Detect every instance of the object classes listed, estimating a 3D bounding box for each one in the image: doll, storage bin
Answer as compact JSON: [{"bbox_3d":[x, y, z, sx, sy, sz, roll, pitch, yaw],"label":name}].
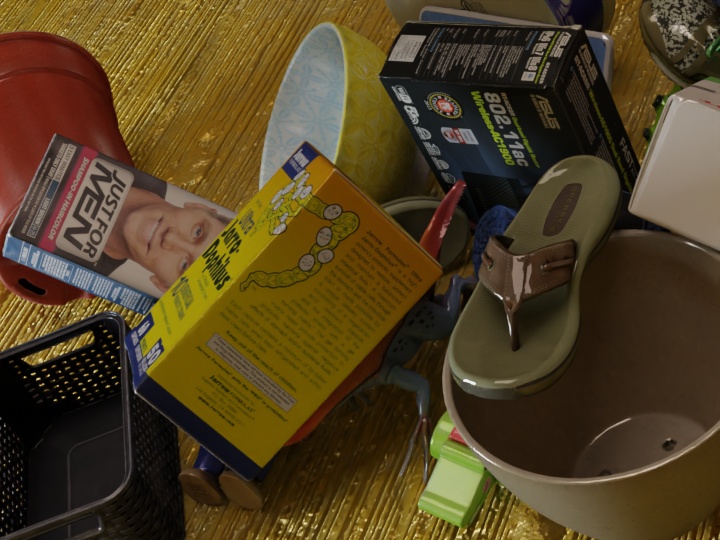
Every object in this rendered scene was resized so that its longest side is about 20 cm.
[{"bbox_3d":[-0.076,0.089,1.133,0.136,0.049,0.200,-2,47,34],"label":"doll"},{"bbox_3d":[-0.220,0.145,1.121,0.135,0.094,0.200,-22,40,7],"label":"storage bin"}]

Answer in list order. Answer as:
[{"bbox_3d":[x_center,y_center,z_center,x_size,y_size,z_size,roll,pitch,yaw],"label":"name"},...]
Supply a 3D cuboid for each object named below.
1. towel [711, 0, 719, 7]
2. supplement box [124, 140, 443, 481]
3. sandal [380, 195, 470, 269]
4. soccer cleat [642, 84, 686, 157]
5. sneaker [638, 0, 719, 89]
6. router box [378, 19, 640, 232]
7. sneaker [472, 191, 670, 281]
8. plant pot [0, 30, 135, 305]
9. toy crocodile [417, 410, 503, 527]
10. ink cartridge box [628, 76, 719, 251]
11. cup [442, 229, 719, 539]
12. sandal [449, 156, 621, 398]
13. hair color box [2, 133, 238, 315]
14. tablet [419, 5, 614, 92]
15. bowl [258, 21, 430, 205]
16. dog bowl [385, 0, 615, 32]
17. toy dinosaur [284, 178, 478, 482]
[{"bbox_3d":[0.332,-0.174,1.074,0.200,0.024,0.145,37,25,9],"label":"towel"},{"bbox_3d":[-0.058,0.025,1.012,0.200,0.109,0.109,-47,20,2],"label":"supplement box"},{"bbox_3d":[-0.001,0.001,1.135,0.201,0.080,0.057,-18,36,-20],"label":"sandal"},{"bbox_3d":[0.302,-0.157,1.172,0.200,0.081,0.068,-57,11,-6],"label":"soccer cleat"},{"bbox_3d":[0.300,-0.157,1.087,0.200,0.089,0.077,39,78,10],"label":"sneaker"},{"bbox_3d":[0.122,-0.101,1.108,0.150,0.200,0.062,8,59,34],"label":"router box"},{"bbox_3d":[0.152,-0.019,1.082,0.200,0.078,0.070,167,107,-69],"label":"sneaker"},{"bbox_3d":[-0.291,-0.084,1.330,0.201,0.201,0.195,-32,49,-5],"label":"plant pot"},{"bbox_3d":[0.105,0.092,1.015,0.067,0.062,0.200,25,62,28],"label":"toy crocodile"},{"bbox_3d":[0.273,-0.063,0.967,0.145,0.084,0.200,24,18,15],"label":"ink cartridge box"},{"bbox_3d":[0.170,0.094,0.926,0.200,0.143,0.201,-15,42,14],"label":"cup"},{"bbox_3d":[0.103,-0.004,0.897,0.080,0.057,0.201,1,50,30],"label":"sandal"},{"bbox_3d":[-0.180,-0.023,1.191,0.061,0.200,0.100,136,155,-66],"label":"hair color box"},{"bbox_3d":[0.125,-0.148,1.225,0.200,0.130,0.014,18,23,39],"label":"tablet"},{"bbox_3d":[-0.003,-0.100,1.228,0.107,0.200,0.200,11,36,-22],"label":"bowl"},{"bbox_3d":[0.116,-0.245,1.259,0.200,0.200,0.079,18,60,39],"label":"dog bowl"},{"bbox_3d":[0.006,0.052,1.062,0.181,0.201,0.105,-20,12,-42],"label":"toy dinosaur"}]
